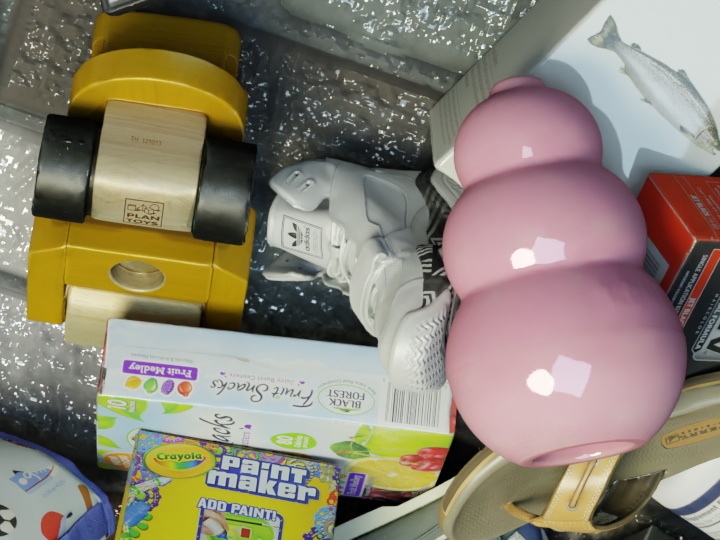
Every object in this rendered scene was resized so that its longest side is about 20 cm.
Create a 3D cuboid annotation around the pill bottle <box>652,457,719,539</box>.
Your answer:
[{"bbox_3d":[0.231,0.102,1.578,0.200,0.120,0.120,34,105,-11],"label":"pill bottle"}]

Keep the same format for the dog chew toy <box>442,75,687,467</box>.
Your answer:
[{"bbox_3d":[0.098,-0.003,1.407,0.124,0.125,0.201,-10,77,3],"label":"dog chew toy"}]

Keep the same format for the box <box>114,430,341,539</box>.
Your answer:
[{"bbox_3d":[-0.094,0.232,1.543,0.122,0.193,0.200,10,141,-4],"label":"box"}]

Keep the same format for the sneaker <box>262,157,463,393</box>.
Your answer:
[{"bbox_3d":[0.000,0.000,1.505,0.115,0.200,0.075,7,120,3],"label":"sneaker"}]

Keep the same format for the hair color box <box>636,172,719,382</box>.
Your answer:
[{"bbox_3d":[0.231,0.007,1.497,0.200,0.061,0.102,1,129,-30],"label":"hair color box"}]

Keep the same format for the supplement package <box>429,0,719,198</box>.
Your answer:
[{"bbox_3d":[0.148,-0.105,1.508,0.117,0.117,0.200,42,103,-12],"label":"supplement package"}]

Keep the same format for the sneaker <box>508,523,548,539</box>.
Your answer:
[{"bbox_3d":[0.068,0.234,1.639,0.075,0.088,0.201,14,107,-3],"label":"sneaker"}]

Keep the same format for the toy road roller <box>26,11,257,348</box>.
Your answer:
[{"bbox_3d":[-0.117,-0.055,1.539,0.123,0.146,0.200,8,146,-3],"label":"toy road roller"}]

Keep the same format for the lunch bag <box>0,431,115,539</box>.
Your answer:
[{"bbox_3d":[-0.261,0.162,1.535,0.199,0.170,0.124,5,114,26],"label":"lunch bag"}]

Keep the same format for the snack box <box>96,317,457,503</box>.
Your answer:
[{"bbox_3d":[-0.049,0.083,1.561,0.199,0.142,0.053,7,68,-3],"label":"snack box"}]

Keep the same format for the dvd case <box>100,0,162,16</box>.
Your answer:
[{"bbox_3d":[-0.099,-0.251,1.449,0.142,0.018,0.201,-17,87,14],"label":"dvd case"}]

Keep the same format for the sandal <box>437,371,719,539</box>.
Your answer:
[{"bbox_3d":[0.137,0.112,1.482,0.199,0.054,0.080,-18,144,7],"label":"sandal"}]

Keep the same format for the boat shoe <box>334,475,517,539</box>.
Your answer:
[{"bbox_3d":[0.063,0.155,1.584,0.200,0.073,0.062,-24,70,25],"label":"boat shoe"}]

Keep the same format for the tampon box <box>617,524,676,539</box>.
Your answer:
[{"bbox_3d":[0.195,0.272,1.600,0.200,0.126,0.150,33,64,-10],"label":"tampon box"}]
